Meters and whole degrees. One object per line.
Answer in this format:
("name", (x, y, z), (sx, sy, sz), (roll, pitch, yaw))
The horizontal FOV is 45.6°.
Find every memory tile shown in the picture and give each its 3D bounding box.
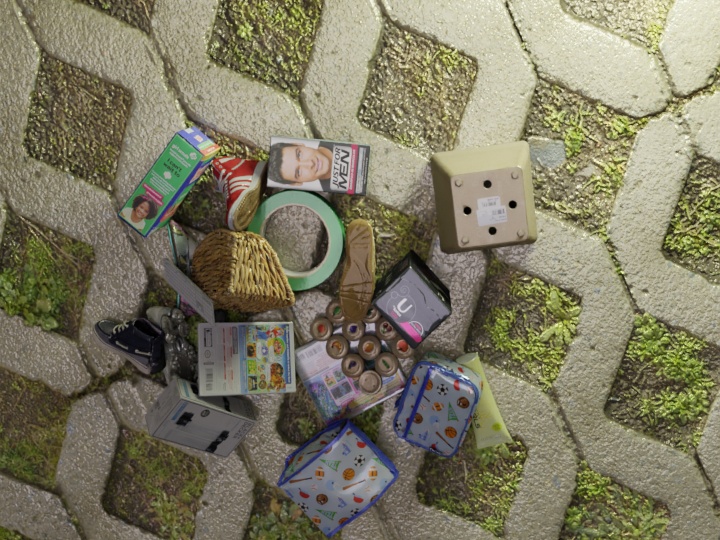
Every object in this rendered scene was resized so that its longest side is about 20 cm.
("memory tile", (0.002, 0.137, 1.739), (0.153, 0.017, 0.200), (-45, 78, 5))

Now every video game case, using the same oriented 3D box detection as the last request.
("video game case", (-0.230, 0.178, 1.732), (0.196, 0.018, 0.146), (1, 79, -20))
("video game case", (-0.024, 0.208, 1.784), (0.198, 0.024, 0.184), (-28, 97, 8))

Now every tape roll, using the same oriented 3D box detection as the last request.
("tape roll", (-0.130, -0.063, 1.731), (0.196, 0.048, 0.205), (1, 101, 4))

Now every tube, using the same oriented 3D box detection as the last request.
("tube", (0.248, 0.271, 1.761), (0.051, 0.058, 0.203), (-26, 104, -30))

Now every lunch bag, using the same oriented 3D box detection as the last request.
("lunch bag", (-0.042, 0.416, 1.766), (0.199, 0.124, 0.170), (-40, 103, 19))
("lunch bag", (0.151, 0.275, 1.733), (0.158, 0.076, 0.203), (24, 114, 9))

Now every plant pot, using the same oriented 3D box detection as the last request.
("plant pot", (0.240, -0.130, 1.624), (0.196, 0.177, 0.204), (-7, 99, 6))

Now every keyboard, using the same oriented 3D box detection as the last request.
("keyboard", (-0.337, 0.042, 1.677), (0.011, 0.199, 0.057), (-16, 126, -35))

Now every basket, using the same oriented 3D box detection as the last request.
("basket", (-0.230, -0.001, 1.681), (0.147, 0.199, 0.146), (10, 77, -33))

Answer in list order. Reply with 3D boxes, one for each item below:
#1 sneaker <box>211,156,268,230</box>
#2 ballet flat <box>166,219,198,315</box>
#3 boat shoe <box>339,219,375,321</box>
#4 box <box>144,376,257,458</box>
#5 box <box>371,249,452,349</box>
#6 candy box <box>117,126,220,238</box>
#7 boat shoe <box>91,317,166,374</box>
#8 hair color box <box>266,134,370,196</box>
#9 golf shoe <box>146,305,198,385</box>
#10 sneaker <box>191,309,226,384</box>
("sneaker", (-0.253, -0.153, 1.662), (0.110, 0.201, 0.072), (11, 130, 8))
("ballet flat", (-0.351, -0.007, 1.754), (0.070, 0.069, 0.204), (-6, 105, -8))
("boat shoe", (0.000, 0.000, 1.716), (0.072, 0.069, 0.204), (7, 94, 9))
("box", (-0.323, 0.302, 1.747), (0.199, 0.060, 0.117), (29, 109, -40))
("box", (0.100, 0.052, 1.655), (0.106, 0.200, 0.122), (-43, 94, 10))
("candy box", (-0.368, -0.176, 1.668), (0.077, 0.169, 0.201), (36, 101, -6))
("boat shoe", (-0.471, 0.126, 1.745), (0.198, 0.074, 0.094), (25, 123, 25))
("hair color box", (-0.082, -0.207, 1.683), (0.196, 0.061, 0.101), (5, 100, -4))
("golf shoe", (-0.398, 0.163, 1.790), (0.096, 0.078, 0.204), (16, 119, 37))
("sneaker", (-0.295, 0.181, 1.778), (0.089, 0.066, 0.204), (12, 96, -23))
